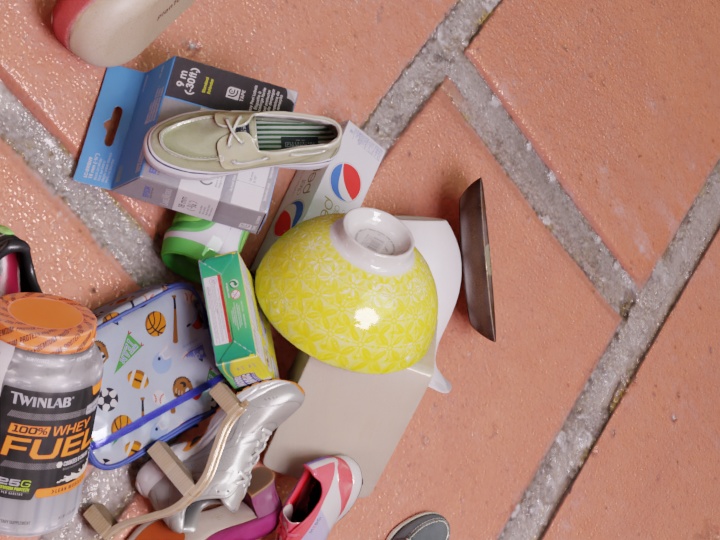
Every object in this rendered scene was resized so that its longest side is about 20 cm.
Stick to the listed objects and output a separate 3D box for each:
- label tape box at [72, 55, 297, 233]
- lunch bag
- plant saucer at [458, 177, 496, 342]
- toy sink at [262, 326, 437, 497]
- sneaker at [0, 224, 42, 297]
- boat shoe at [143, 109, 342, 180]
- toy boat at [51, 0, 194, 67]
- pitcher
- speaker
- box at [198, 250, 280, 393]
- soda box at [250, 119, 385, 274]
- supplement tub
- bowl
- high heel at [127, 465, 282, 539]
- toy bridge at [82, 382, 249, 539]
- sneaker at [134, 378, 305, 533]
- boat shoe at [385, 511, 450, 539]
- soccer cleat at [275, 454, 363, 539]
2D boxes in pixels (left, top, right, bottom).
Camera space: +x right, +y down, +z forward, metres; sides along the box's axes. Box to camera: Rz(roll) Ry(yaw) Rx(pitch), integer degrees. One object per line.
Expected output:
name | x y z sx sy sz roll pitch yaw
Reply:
label tape box | -0.179 -0.138 1.500 0.199 0.063 0.145 16 69 -8
lunch bag | -0.226 0.108 1.494 0.200 0.075 0.161 -27 105 -37
plant saucer | 0.141 -0.012 1.768 0.200 0.032 0.201 -4 90 -82
toy sink | -0.012 0.130 1.601 0.130 0.200 0.112 19 35 -7
sneaker | -0.342 0.058 1.389 0.077 0.084 0.201 -11 102 -40
boat shoe | -0.115 -0.134 1.445 0.199 0.062 0.072 -5 74 -13
toy boat | -0.250 -0.308 1.504 0.131 0.131 0.200 37 58 4
pitcher | 0.032 0.038 1.695 0.171 0.121 0.201 1 96 -24
speaker | -0.142 -0.087 1.572 0.088 0.088 0.200 36 65 -31
box | -0.120 0.067 1.527 0.200 0.048 0.118 66 11 -69
soda box | -0.047 -0.069 1.660 0.064 0.068 0.200 38 63 -29
supplement tub | -0.303 0.129 1.330 0.122 0.122 0.201 -5 116 -39
bowl | 0.000 0.000 1.510 0.200 0.108 0.200 16 37 -12
high heel | -0.166 0.290 1.542 0.200 0.067 0.096 -25 136 -23
toy bridge | -0.184 0.200 1.462 0.200 0.067 0.027 -44 161 2
sneaker | -0.129 0.196 1.501 0.200 0.092 0.076 -38 153 2
boat shoe | 0.049 0.354 1.699 0.200 0.062 0.073 -36 108 -36
soccer cleat | -0.068 0.287 1.569 0.073 0.068 0.200 9 111 -48
